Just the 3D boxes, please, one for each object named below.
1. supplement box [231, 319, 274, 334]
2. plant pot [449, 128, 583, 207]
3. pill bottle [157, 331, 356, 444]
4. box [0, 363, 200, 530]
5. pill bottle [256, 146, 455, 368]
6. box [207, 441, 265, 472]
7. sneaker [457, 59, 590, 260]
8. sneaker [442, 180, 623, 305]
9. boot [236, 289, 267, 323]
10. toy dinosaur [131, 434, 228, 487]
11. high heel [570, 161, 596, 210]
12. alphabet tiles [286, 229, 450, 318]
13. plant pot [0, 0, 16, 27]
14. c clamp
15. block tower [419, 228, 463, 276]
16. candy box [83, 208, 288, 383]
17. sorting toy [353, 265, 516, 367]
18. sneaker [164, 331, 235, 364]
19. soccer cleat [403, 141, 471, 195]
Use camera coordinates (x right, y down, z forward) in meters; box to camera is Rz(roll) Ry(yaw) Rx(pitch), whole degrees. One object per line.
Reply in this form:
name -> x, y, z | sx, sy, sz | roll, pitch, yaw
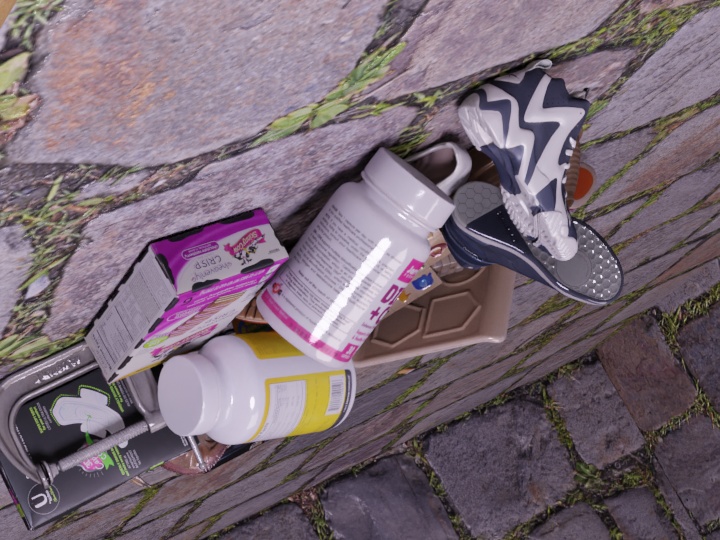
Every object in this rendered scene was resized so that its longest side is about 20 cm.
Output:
supplement box -> -0.092, 0.068, 1.728 | 0.066, 0.069, 0.200 | -22, 171, 10
plant pot -> 0.183, -0.095, 1.664 | 0.200, 0.093, 0.201 | -29, 167, -7
pill bottle -> -0.108, 0.121, 1.509 | 0.199, 0.113, 0.112 | -2, 152, -43
box -> -0.296, 0.185, 1.574 | 0.199, 0.125, 0.149 | -25, 176, -18
pill bottle -> -0.003, -0.014, 1.420 | 0.201, 0.113, 0.113 | -53, 163, 9
box -> -0.165, 0.195, 2.023 | 0.163, 0.087, 0.200 | -26, 167, -17
sneaker -> 0.194, -0.119, 1.432 | 0.129, 0.200, 0.079 | -38, -164, -14
sneaker -> 0.178, -0.022, 1.545 | 0.077, 0.201, 0.146 | -59, -178, -12
boot -> -0.060, 0.034, 1.561 | 0.198, 0.076, 0.107 | -5, 155, -12
toy dinosaur -> -0.241, 0.224, 1.833 | 0.086, 0.198, 0.136 | 72, 37, -53
high heel -> 0.212, -0.092, 1.849 | 0.199, 0.068, 0.096 | -18, 180, -35
alphabet tiles -> 0.000, 0.000, 1.614 | 0.199, 0.008, 0.167 | -32, 133, 9
plant pot -> -0.142, -0.186, 0.456 | 0.200, 0.187, 0.186 | -46, 164, 11
c clamp -> -0.273, 0.158, 1.480 | 0.198, 0.173, 0.027 | -19, -173, -17
block tower -> 0.019, -0.002, 1.674 | 0.198, 0.054, 0.058 | -17, 167, -7
candy box -> -0.174, 0.028, 1.417 | 0.136, 0.061, 0.200 | -21, 165, -37
sorting toy -> 0.087, 0.038, 1.707 | 0.198, 0.037, 0.186 | -10, -141, 22
sneaker -> -0.199, 0.138, 1.748 | 0.199, 0.080, 0.074 | -22, 167, -24
soccer cleat -> 0.028, -0.068, 1.497 | 0.199, 0.070, 0.078 | -37, 162, 2
